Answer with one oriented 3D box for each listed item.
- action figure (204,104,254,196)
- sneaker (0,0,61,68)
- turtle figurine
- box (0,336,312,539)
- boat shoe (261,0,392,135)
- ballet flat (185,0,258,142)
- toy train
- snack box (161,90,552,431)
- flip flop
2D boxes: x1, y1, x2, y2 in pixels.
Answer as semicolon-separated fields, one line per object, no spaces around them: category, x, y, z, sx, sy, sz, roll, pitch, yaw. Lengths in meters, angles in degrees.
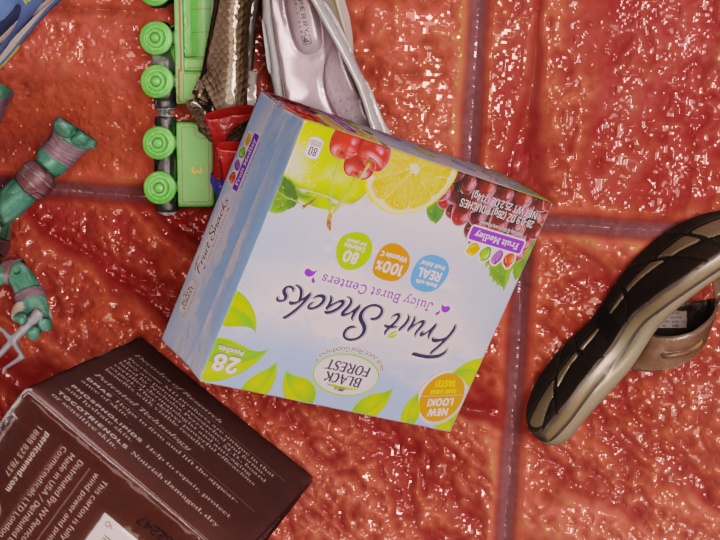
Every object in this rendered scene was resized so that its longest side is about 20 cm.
action figure;-0.048;-0.010;1.006;0.098;0.065;0.201;-7;127;-12
sneaker;-0.230;-0.207;1.022;0.074;0.082;0.200;41;102;6
turtle figurine;-0.270;-0.027;1.041;0.149;0.101;0.201;29;89;-28
box;-0.161;0.169;0.995;0.164;0.200;0.166;38;102;5
boat shoe;-0.023;-0.104;1.000;0.074;0.065;0.203;-12;94;13
ballet flat;-0.088;-0.181;0.990;0.046;0.067;0.201;1;93;-4
toy train;-0.119;-0.137;1.030;0.056;0.042;0.201;0;97;1
snack box;0.000;0.000;0.951;0.199;0.068;0.169;16;103;-35
flip flop;0.186;0.041;0.976;0.057;0.081;0.200;36;105;-12
